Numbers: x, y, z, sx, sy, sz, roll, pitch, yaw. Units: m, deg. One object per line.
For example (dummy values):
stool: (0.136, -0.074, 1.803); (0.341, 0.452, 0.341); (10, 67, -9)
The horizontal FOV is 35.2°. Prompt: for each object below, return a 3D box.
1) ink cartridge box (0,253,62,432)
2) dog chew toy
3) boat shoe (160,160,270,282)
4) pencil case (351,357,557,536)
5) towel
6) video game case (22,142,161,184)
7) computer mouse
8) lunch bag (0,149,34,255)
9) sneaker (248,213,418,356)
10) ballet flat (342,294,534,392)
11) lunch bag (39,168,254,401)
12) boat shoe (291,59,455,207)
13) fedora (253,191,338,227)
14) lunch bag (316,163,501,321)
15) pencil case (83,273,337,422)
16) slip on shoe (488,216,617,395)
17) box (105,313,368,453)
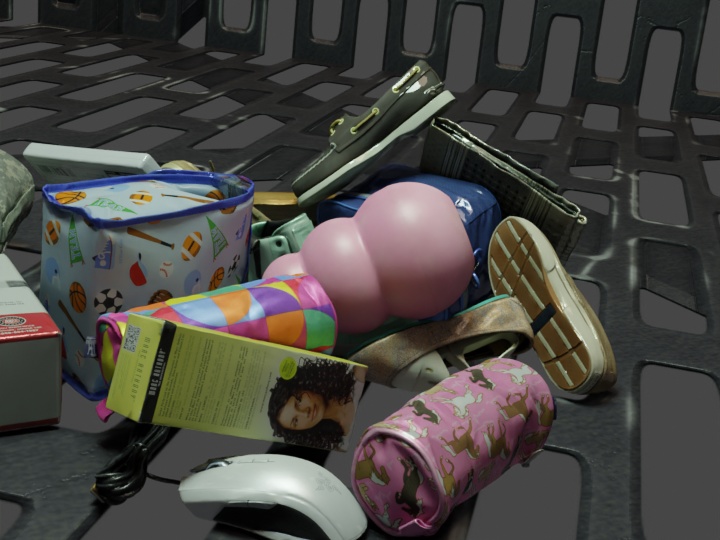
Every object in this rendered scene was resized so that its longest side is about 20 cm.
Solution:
ink cartridge box: (-0.342, 0.058, 0.940); (0.143, 0.084, 0.200); (-5, 22, -28)
dog chew toy: (0.000, 0.000, 1.032); (0.199, 0.125, 0.125); (-21, 20, 0)
boat shoe: (-0.135, -0.052, 1.202); (0.073, 0.200, 0.063); (-4, 47, 47)
pencil case: (0.074, 0.130, 0.860); (0.086, 0.083, 0.200); (27, 26, 28)
towel: (0.145, -0.062, 1.237); (0.192, 0.200, 0.035); (36, 62, 15)
video game case: (-0.238, -0.062, 1.196); (0.199, 0.182, 0.022); (9, 58, 40)
computer mouse: (-0.089, 0.148, 0.815); (0.199, 0.044, 0.110); (10, 17, 13)
lunch bag: (-0.442, -0.067, 1.198); (0.166, 0.140, 0.200); (4, 19, -5)
sneaker: (-0.036, 0.010, 1.113); (0.199, 0.119, 0.074); (13, 35, 31)
ballet flat: (0.080, 0.076, 1.048); (0.199, 0.068, 0.067); (-18, 64, -24)
lunch bag: (-0.186, 0.003, 1.028); (0.199, 0.171, 0.123); (-14, 31, -43)
boat shoe: (0.004, -0.144, 1.208); (0.201, 0.061, 0.072); (-36, -3, 0)
fedora: (-0.091, -0.049, 1.320); (0.199, 0.082, 0.201); (2, 2, 0)
lunch bag: (0.053, -0.018, 1.210); (0.199, 0.137, 0.132); (18, 38, 40)
pencil case: (-0.118, 0.058, 0.913); (0.199, 0.089, 0.088); (-12, 25, -30)
slip on shoe: (0.191, 0.034, 1.118); (0.060, 0.076, 0.201); (9, 42, -42)
box: (-0.087, 0.086, 0.853); (0.199, 0.076, 0.050); (15, -2, -41)
